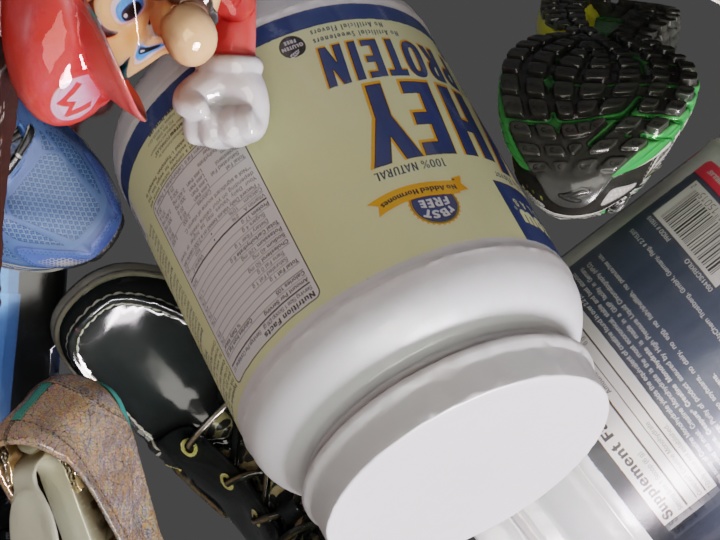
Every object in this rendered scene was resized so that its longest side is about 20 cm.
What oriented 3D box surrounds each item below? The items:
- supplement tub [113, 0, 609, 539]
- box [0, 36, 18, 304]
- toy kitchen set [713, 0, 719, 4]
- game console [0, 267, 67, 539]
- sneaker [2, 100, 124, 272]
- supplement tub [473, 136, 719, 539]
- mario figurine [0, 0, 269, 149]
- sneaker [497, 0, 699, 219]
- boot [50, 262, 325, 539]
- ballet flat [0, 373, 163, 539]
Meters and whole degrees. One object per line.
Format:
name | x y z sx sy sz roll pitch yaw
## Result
supplement tub | 0.000 0.000 1.024 0.144 0.200 0.145 -22 151 -13
box | -0.254 -0.013 0.958 0.199 0.166 0.165 21 137 7
toy kitchen set | 0.237 -0.157 1.061 0.199 0.163 0.181 26 100 -16
game console | -0.223 0.065 1.074 0.199 0.171 0.119 2 132 -10
sneaker | -0.182 -0.063 1.048 0.200 0.089 0.079 34 83 -18
supplement tub | 0.129 0.050 1.114 0.200 0.140 0.141 -37 108 2
mario figurine | -0.041 -0.118 0.934 0.200 0.106 0.124 -40 101 -12
sneaker | 0.099 -0.055 1.050 0.078 0.200 0.086 7 108 10
boot | -0.036 0.089 1.076 0.073 0.154 0.203 -45 119 9
ballet flat | -0.105 0.143 1.050 0.068 0.067 0.201 -18 97 32
